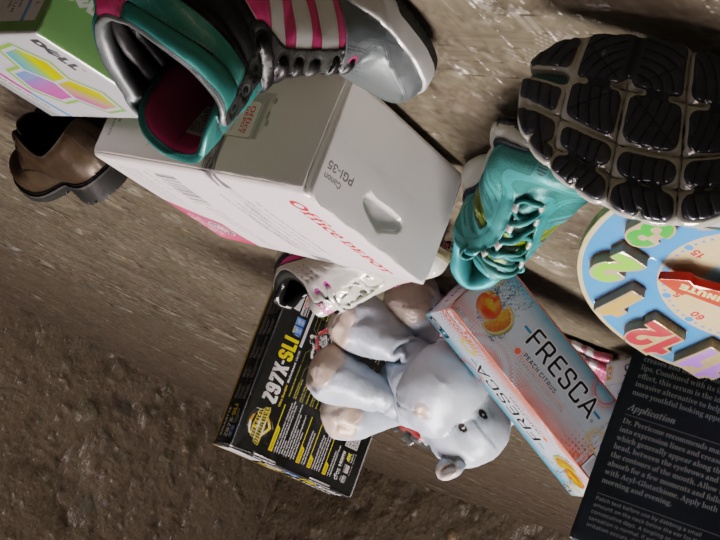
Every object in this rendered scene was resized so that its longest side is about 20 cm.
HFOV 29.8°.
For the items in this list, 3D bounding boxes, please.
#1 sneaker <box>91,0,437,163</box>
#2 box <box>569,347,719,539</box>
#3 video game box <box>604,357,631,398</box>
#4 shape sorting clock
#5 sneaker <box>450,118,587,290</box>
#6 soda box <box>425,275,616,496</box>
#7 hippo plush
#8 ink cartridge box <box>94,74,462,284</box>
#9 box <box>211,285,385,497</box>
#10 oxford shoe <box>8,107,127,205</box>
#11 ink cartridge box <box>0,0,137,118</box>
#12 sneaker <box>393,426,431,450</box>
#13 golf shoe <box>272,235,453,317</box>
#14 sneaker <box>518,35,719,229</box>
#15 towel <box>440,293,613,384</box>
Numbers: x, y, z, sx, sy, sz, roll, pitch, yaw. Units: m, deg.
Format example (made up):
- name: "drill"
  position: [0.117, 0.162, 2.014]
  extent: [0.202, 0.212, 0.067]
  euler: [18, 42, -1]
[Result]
- name: "sneaker"
  position: [-0.051, -0.101, 0.654]
  extent: [0.199, 0.122, 0.083]
  euler: [30, 165, -36]
- name: "box"
  position: [0.234, 0.116, 0.910]
  extent: [0.106, 0.202, 0.148]
  euler: [16, 167, 26]
- name: "video game box"
  position: [0.246, 0.168, 1.118]
  extent: [0.046, 0.203, 0.182]
  euler: [9, 170, -8]
- name: "shape sorting clock"
  position: [0.220, 0.011, 0.760]
  extent: [0.197, 0.040, 0.201]
  euler: [14, 151, 8]
- name: "sneaker"
  position: [0.095, -0.033, 0.799]
  extent: [0.077, 0.081, 0.200]
  euler: [22, 168, -1]
- name: "soda box"
  position: [0.144, 0.089, 1.094]
  extent: [0.201, 0.063, 0.068]
  euler: [52, 164, -6]
- name: "hippo plush"
  position: [0.051, 0.121, 1.189]
  extent: [0.201, 0.158, 0.161]
  euler: [59, 174, -32]
- name: "ink cartridge box"
  position: [-0.052, -0.069, 0.893]
  extent: [0.198, 0.084, 0.146]
  euler: [13, 165, 39]
- name: "box"
  position: [-0.048, 0.118, 1.428]
  extent: [0.159, 0.202, 0.049]
  euler: [27, 166, -27]
- name: "oxford shoe"
  position: [-0.268, -0.109, 1.180]
  extent: [0.084, 0.073, 0.199]
  euler: [47, 156, -25]
- name: "ink cartridge box"
  position: [-0.171, -0.143, 0.835]
  extent: [0.199, 0.060, 0.103]
  euler: [9, 163, 47]
- name: "sneaker"
  position: [0.040, 0.115, 1.587]
  extent: [0.200, 0.098, 0.071]
  euler: [42, -168, 29]
- name: "golf shoe"
  position: [0.000, 0.000, 1.089]
  extent: [0.072, 0.093, 0.199]
  euler: [30, 164, -31]
- name: "sneaker"
  position: [0.165, -0.045, 0.608]
  extent: [0.198, 0.078, 0.080]
  euler: [20, 177, 9]
- name: "towel"
  position: [0.148, 0.076, 1.307]
  extent: [0.198, 0.030, 0.146]
  euler: [20, 167, 11]
